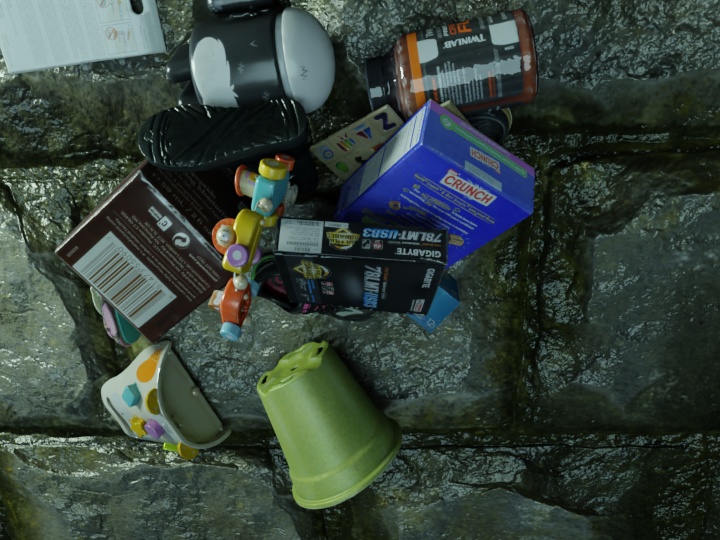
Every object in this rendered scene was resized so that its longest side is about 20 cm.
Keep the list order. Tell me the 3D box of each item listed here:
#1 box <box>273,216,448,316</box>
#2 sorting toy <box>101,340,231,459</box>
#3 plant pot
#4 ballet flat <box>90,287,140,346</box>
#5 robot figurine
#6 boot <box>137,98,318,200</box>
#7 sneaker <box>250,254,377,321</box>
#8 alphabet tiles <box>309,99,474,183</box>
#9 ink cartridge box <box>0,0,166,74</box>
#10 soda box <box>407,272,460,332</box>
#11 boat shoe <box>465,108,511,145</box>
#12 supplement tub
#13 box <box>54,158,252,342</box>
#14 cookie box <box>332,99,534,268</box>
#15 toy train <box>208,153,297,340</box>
[{"bbox_3d":[0.000,0.000,0.793,0.193,0.051,0.201,7,161,1],"label":"box"},{"bbox_3d":[-0.347,0.236,1.068,0.177,0.107,0.203,-11,119,32],"label":"sorting toy"},{"bbox_3d":[-0.061,0.220,0.986,0.197,0.201,0.187,-25,103,16],"label":"plant pot"},{"bbox_3d":[-0.380,0.022,0.964,0.070,0.069,0.204,11,121,20],"label":"ballet flat"},{"bbox_3d":[-0.127,-0.243,0.769,0.195,0.150,0.128,-7,77,8],"label":"robot figurine"},{"bbox_3d":[-0.150,-0.129,0.780,0.195,0.078,0.169,-10,161,-4],"label":"boot"},{"bbox_3d":[-0.068,0.041,0.936,0.195,0.084,0.078,13,119,-3],"label":"sneaker"},{"bbox_3d":[0.059,-0.139,0.805,0.197,0.008,0.166,-19,136,38],"label":"alphabet tiles"},{"bbox_3d":[-0.354,-0.342,0.786,0.195,0.050,0.166,-12,118,-10],"label":"ink cartridge box"},{"bbox_3d":[0.049,-0.005,0.914,0.199,0.065,0.068,38,114,-16],"label":"soda box"},{"bbox_3d":[0.102,-0.157,0.830,0.196,0.063,0.075,-22,117,19],"label":"boat shoe"},{"bbox_3d":[0.106,-0.235,0.763,0.195,0.108,0.109,-10,118,8],"label":"supplement tub"},{"bbox_3d":[-0.245,-0.056,0.830,0.163,0.201,0.166,-35,112,21],"label":"box"},{"bbox_3d":[0.087,-0.089,0.793,0.169,0.077,0.199,27,145,-23],"label":"cookie box"},{"bbox_3d":[-0.127,-0.035,0.713,0.054,0.204,0.151,17,157,2],"label":"toy train"}]
